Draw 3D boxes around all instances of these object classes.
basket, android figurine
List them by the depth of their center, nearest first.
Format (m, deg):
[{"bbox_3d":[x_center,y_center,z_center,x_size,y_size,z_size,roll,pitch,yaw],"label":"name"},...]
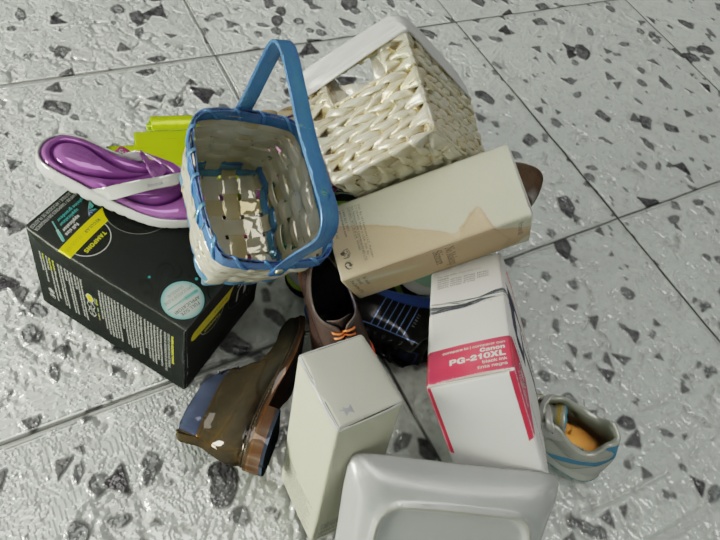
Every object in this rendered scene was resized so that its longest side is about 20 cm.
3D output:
[{"bbox_3d":[-0.089,-0.083,0.610,0.136,0.199,0.181,-5,74,-30],"label":"basket"},{"bbox_3d":[0.043,-0.145,0.696,0.199,0.133,0.126,16,54,-60],"label":"basket"},{"bbox_3d":[-0.231,-0.133,0.875,0.195,0.041,0.185,-6,57,-18],"label":"android figurine"}]

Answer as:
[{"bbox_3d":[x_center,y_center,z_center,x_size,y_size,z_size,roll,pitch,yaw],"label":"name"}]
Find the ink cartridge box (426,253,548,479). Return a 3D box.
[{"bbox_3d":[0.126,0.098,0.665,0.082,0.147,0.201,-14,27,16],"label":"ink cartridge box"}]

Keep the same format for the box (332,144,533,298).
[{"bbox_3d":[0.071,-0.046,0.681,0.195,0.095,0.080,-19,74,9],"label":"box"}]

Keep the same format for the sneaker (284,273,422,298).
[{"bbox_3d":[0.000,0.000,0.819,0.194,0.084,0.073,1,54,-16],"label":"sneaker"}]

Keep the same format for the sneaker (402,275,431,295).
[{"bbox_3d":[0.144,-0.024,0.832,0.197,0.119,0.075,0,47,-46],"label":"sneaker"}]

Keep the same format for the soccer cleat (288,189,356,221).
[{"bbox_3d":[-0.031,-0.087,0.868,0.195,0.069,0.082,15,44,14],"label":"soccer cleat"}]

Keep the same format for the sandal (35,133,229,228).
[{"bbox_3d":[-0.233,-0.097,0.677,0.197,0.050,0.084,14,52,-10],"label":"sandal"}]

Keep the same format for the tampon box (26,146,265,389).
[{"bbox_3d":[-0.228,-0.004,0.726,0.197,0.127,0.151,30,52,6],"label":"tampon box"}]

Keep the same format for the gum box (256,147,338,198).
[{"bbox_3d":[-0.063,-0.156,0.860,0.111,0.068,0.201,1,28,22],"label":"gum box"}]

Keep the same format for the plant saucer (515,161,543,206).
[{"bbox_3d":[0.141,-0.080,0.855,0.195,0.200,0.033,-4,71,-19],"label":"plant saucer"}]

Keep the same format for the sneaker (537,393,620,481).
[{"bbox_3d":[0.195,0.169,0.756,0.195,0.082,0.078,18,52,5],"label":"sneaker"}]

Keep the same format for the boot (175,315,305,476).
[{"bbox_3d":[-0.119,0.113,0.705,0.094,0.076,0.202,13,40,2],"label":"boot"}]

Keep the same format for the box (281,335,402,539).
[{"bbox_3d":[-0.024,0.161,0.616,0.067,0.203,0.083,-15,51,-27],"label":"box"}]

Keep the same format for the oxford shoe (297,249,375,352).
[{"bbox_3d":[-0.024,0.073,0.719,0.070,0.073,0.205,-20,97,-5],"label":"oxford shoe"}]

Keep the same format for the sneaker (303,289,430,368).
[{"bbox_3d":[0.031,0.072,0.785,0.194,0.071,0.079,4,46,-15],"label":"sneaker"}]

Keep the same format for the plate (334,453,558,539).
[{"bbox_3d":[0.069,0.266,0.587,0.194,0.205,0.032,9,15,-11],"label":"plate"}]

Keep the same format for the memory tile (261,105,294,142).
[{"bbox_3d":[-0.110,-0.184,0.836,0.194,0.017,0.154,-9,25,5],"label":"memory tile"}]
